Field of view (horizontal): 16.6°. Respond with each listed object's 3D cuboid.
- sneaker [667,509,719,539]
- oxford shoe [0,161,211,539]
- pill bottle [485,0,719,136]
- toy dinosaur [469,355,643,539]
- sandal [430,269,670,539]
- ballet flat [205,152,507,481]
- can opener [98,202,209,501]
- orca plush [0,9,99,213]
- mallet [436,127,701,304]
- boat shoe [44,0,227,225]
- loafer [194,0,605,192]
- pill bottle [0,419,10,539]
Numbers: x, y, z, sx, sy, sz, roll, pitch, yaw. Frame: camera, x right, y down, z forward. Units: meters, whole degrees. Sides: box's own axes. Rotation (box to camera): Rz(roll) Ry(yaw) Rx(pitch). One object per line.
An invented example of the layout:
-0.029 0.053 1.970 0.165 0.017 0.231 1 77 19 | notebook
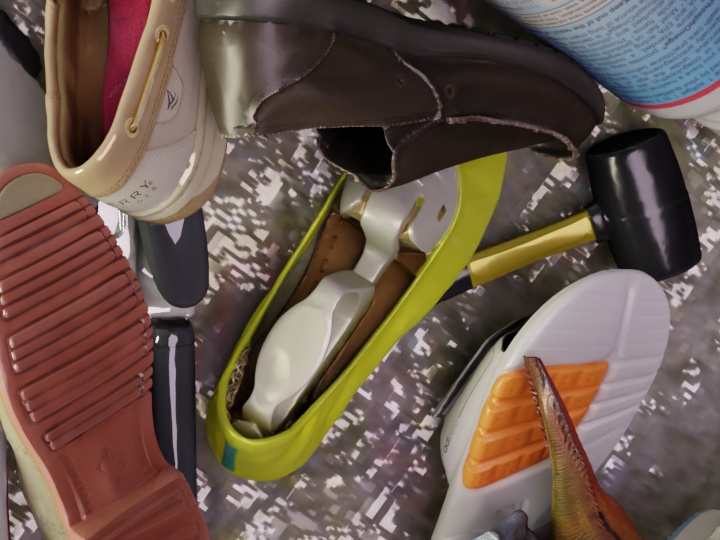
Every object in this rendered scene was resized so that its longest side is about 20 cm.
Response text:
0.156 0.147 1.014 0.080 0.200 0.077 -11 106 30 | sneaker
-0.122 0.052 0.985 0.071 0.074 0.201 -24 109 -32 | oxford shoe
0.116 -0.131 1.017 0.200 0.109 0.109 31 92 -38 | pill bottle
0.125 0.144 1.079 0.181 0.105 0.201 -1 115 -50 | toy dinosaur
0.062 0.077 1.090 0.079 0.059 0.207 8 120 -32 | sandal
0.000 0.000 1.035 0.067 0.067 0.201 32 82 12 | ballet flat
-0.091 0.040 1.035 0.053 0.067 0.201 -3 101 -13 | can opener
-0.196 -0.076 0.985 0.071 0.106 0.200 -34 124 29 | orca plush
0.057 0.007 1.088 0.199 0.041 0.066 -28 103 -4 | mallet
-0.092 -0.122 0.969 0.069 0.073 0.201 15 67 -52 | boat shoe
0.013 -0.066 0.989 0.199 0.073 0.072 11 90 -36 | loafer
-0.198 0.157 1.005 0.113 0.114 0.201 -3 101 -14 | pill bottle
